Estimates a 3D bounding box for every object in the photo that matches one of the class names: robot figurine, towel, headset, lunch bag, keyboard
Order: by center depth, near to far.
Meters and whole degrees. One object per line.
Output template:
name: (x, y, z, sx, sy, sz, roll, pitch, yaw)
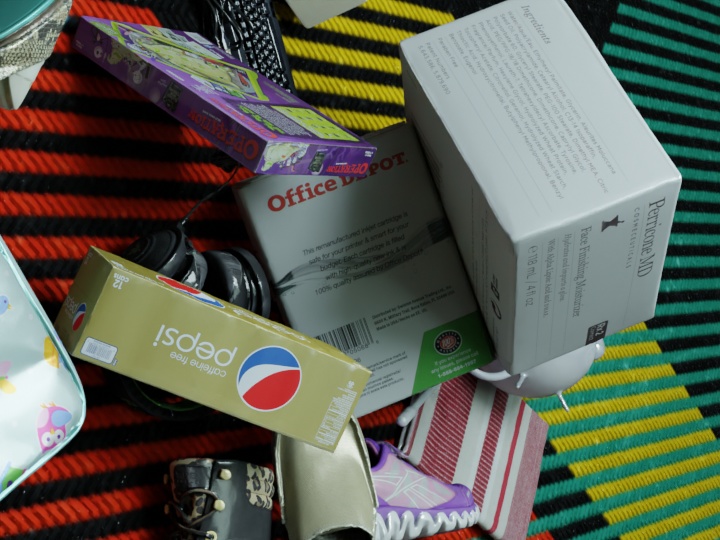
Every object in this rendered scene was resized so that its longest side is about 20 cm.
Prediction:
lunch bag: (-0.254, 0.047, 0.780, 0.160, 0.077, 0.200, -45, 116, -50)
headset: (-0.111, 0.008, 0.956, 0.123, 0.094, 0.200, 19, 79, -41)
keyboard: (-0.091, -0.210, 1.095, 0.104, 0.040, 0.200, -24, 99, -53)
towel: (0.107, 0.159, 1.267, 0.200, 0.023, 0.144, 44, 49, -36)
robot figurine: (0.159, 0.035, 1.272, 0.169, 0.113, 0.200, 16, 50, -25)

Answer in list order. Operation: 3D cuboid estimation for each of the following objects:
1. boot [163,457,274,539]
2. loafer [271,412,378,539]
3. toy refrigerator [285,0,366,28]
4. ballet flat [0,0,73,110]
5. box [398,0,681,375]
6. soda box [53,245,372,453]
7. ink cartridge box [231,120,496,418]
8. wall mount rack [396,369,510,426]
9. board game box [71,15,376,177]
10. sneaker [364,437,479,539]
boot: (-0.119, 0.203, 0.916, 0.200, 0.073, 0.151, 20, 67, -53)
loafer: (-0.020, 0.177, 0.978, 0.076, 0.068, 0.200, -8, 80, -10)
toy refrigerator: (-0.065, -0.305, 1.107, 0.200, 0.070, 0.076, 52, 30, -35)
ballet flat: (-0.252, -0.121, 0.851, 0.200, 0.068, 0.075, -43, 137, -43)
box: (0.129, -0.064, 1.022, 0.199, 0.131, 0.200, 80, -14, -58)
soda box: (-0.097, 0.054, 0.903, 0.200, 0.068, 0.064, 25, 92, -27)
ink cartridge box: (0.000, 0.000, 1.059, 0.146, 0.083, 0.200, -20, 98, -9)
wall mount rack: (0.053, 0.030, 1.157, 0.174, 0.075, 0.200, -42, 89, -8)
board game box: (-0.097, -0.123, 0.955, 0.120, 0.200, 0.032, 3, 117, -54)
sneaker: (0.025, 0.180, 1.113, 0.200, 0.080, 0.089, 5, 69, -51)
